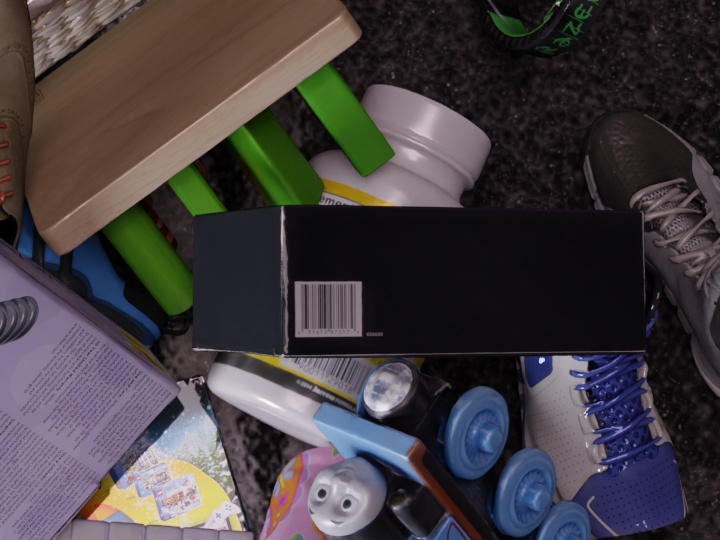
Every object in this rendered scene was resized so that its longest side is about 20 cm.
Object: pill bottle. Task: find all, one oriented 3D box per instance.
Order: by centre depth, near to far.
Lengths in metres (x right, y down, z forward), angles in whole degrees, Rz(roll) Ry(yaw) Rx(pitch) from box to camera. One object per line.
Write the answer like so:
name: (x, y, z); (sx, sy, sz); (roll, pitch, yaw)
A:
pill bottle: (0.000, 0.000, 1.202); (0.111, 0.111, 0.201); (25, 81, 1)

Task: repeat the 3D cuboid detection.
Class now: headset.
headset: (0.093, -0.222, 1.241); (0.093, 0.124, 0.201); (12, 48, -27)

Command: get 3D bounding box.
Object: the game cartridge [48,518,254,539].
game cartridge: (-0.129, 0.238, 1.142); (0.129, 0.038, 0.201); (3, 67, 1)

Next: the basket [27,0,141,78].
basket: (-0.221, -0.214, 1.196); (0.198, 0.161, 0.200); (-37, 83, -8)

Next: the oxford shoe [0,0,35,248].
oxford shoe: (-0.197, -0.062, 1.099); (0.070, 0.075, 0.201); (-9, 125, -29)

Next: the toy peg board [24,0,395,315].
toy peg board: (-0.088, -0.080, 1.186); (0.199, 0.199, 0.098); (-36, 118, 0)

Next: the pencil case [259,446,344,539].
pencil case: (-0.033, 0.191, 1.115); (0.087, 0.088, 0.201); (22, 49, 0)

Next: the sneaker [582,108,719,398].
sneaker: (0.204, -0.017, 1.214); (0.075, 0.116, 0.201); (-31, 84, -7)

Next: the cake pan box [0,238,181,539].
cake pan box: (-0.219, 0.085, 1.099); (0.200, 0.184, 0.052); (-49, 43, 1)

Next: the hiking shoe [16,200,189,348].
hiking shoe: (-0.198, -0.010, 1.224); (0.200, 0.074, 0.087); (47, 55, 7)

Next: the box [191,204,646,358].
box: (0.027, 0.006, 1.078); (0.199, 0.141, 0.079); (0, 87, -23)

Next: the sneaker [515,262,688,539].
sneaker: (0.133, 0.055, 1.195); (0.080, 0.115, 0.201); (-19, 83, -15)

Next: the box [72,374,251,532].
box: (-0.166, 0.155, 1.206); (0.199, 0.038, 0.137); (-17, 83, -6)

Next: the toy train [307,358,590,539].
toy train: (0.043, 0.131, 1.048); (0.086, 0.200, 0.115); (16, 64, 41)
